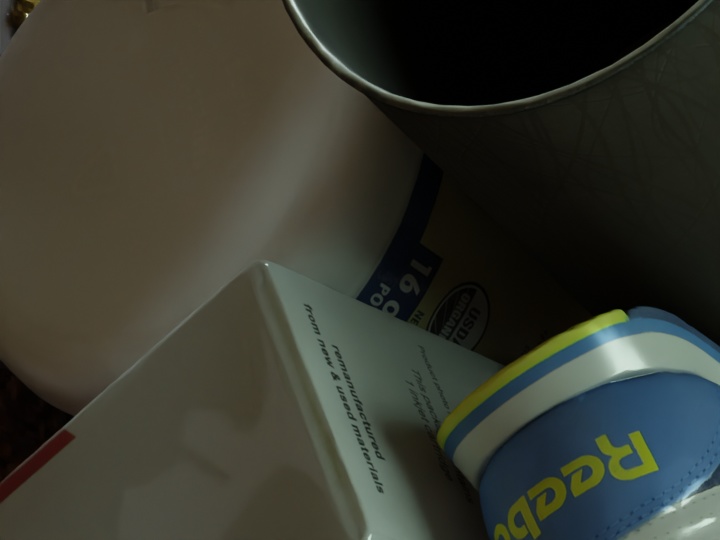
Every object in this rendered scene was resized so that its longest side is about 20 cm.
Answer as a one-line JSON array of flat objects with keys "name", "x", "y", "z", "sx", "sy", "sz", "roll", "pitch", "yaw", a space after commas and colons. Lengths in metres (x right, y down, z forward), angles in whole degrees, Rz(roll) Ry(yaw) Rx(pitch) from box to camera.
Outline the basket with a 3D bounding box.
[{"name": "basket", "x": 0.084, "y": -0.053, "z": 0.585, "sx": 0.200, "sy": 0.135, "sz": 0.181, "roll": 48, "pitch": 34, "yaw": -46}]

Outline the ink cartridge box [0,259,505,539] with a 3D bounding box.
[{"name": "ink cartridge box", "x": 0.003, "y": 0.096, "z": 0.620, "sx": 0.199, "sy": 0.144, "sz": 0.084, "roll": 25, "pitch": 33, "yaw": -45}]

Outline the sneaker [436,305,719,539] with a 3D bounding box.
[{"name": "sneaker", "x": 0.101, "y": 0.071, "z": 0.564, "sx": 0.199, "sy": 0.074, "sz": 0.083, "roll": 14, "pitch": 42, "yaw": -41}]

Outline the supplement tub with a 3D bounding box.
[{"name": "supplement tub", "x": 0.000, "y": 0.000, "z": 0.690, "sx": 0.200, "sy": 0.144, "sz": 0.145, "roll": 33, "pitch": 53, "yaw": -49}]
